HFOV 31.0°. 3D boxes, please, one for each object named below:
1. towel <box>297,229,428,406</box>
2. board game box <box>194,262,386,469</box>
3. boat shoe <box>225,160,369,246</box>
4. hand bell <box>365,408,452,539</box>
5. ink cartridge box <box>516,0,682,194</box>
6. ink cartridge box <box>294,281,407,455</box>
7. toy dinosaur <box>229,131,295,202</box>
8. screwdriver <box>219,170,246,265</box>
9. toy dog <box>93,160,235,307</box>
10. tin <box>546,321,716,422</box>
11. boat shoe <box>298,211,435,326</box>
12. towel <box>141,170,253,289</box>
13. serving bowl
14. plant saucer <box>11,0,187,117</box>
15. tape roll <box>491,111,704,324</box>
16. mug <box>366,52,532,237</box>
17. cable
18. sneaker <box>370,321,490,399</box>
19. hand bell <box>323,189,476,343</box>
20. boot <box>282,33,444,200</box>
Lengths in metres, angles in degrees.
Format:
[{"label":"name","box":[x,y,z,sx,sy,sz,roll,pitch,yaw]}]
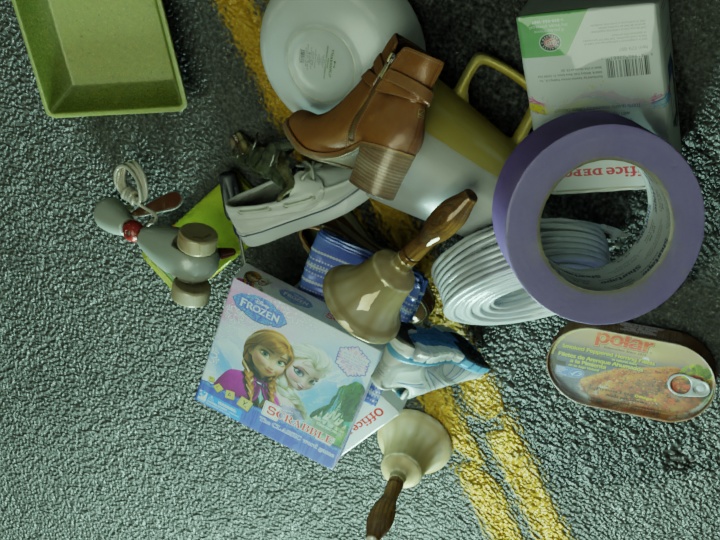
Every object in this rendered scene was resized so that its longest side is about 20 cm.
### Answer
[{"label":"towel","box":[-0.014,0.059,1.548,0.144,0.024,0.201,24,121,6]},{"label":"board game box","box":[-0.086,0.119,1.575,0.199,0.041,0.200,25,123,7]},{"label":"boat shoe","box":[-0.066,-0.096,1.525,0.199,0.072,0.066,-20,124,19]},{"label":"hand bell","box":[0.041,0.276,1.642,0.103,0.200,0.105,10,123,15]},{"label":"ink cartridge box","box":[0.254,-0.189,1.357,0.144,0.088,0.201,-2,117,22]},{"label":"ink cartridge box","box":[-0.051,0.127,1.660,0.200,0.086,0.146,46,123,-7]},{"label":"toy dinosaur","box":[-0.093,-0.136,1.500,0.047,0.200,0.088,39,92,-29]},{"label":"screwdriver","box":[-0.146,-0.029,1.620,0.028,0.029,0.201,0,116,24]},{"label":"toy dog","box":[-0.235,-0.044,1.627,0.200,0.096,0.132,49,127,16]},{"label":"tin","box":[0.322,0.115,1.541,0.198,0.042,0.113,11,126,14]},{"label":"boat shoe","box":[0.000,0.000,1.572,0.200,0.074,0.076,40,125,-5]},{"label":"towel","box":[-0.195,-0.041,1.656,0.086,0.018,0.200,46,124,-10]},{"label":"serving bowl","box":[-0.031,-0.238,1.437,0.199,0.066,0.202,13,121,22]},{"label":"plant saucer","box":[-0.304,-0.286,1.535,0.198,0.048,0.201,0,119,21]},{"label":"tape roll","box":[0.235,-0.054,1.296,0.198,0.085,0.202,-1,107,-4]},{"label":"mug","box":[0.115,-0.121,1.421,0.152,0.150,0.187,30,132,-8]},{"label":"cable","box":[0.182,0.005,1.449,0.199,0.199,0.070,-28,64,39]},{"label":"sneaker","box":[0.078,0.115,1.549,0.075,0.199,0.087,46,110,34]},{"label":"hand bell","box":[0.056,-0.019,1.393,0.104,0.104,0.200,40,127,-6]},{"label":"boot","box":[0.002,-0.178,1.361,0.076,0.200,0.156,12,105,-35]}]
